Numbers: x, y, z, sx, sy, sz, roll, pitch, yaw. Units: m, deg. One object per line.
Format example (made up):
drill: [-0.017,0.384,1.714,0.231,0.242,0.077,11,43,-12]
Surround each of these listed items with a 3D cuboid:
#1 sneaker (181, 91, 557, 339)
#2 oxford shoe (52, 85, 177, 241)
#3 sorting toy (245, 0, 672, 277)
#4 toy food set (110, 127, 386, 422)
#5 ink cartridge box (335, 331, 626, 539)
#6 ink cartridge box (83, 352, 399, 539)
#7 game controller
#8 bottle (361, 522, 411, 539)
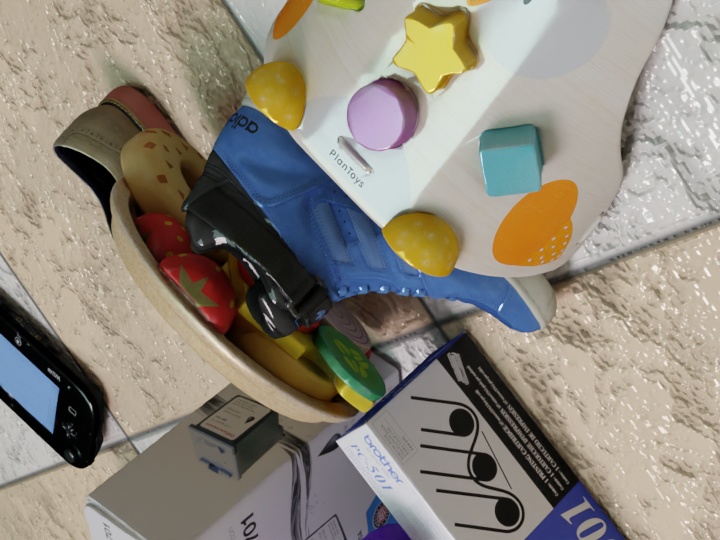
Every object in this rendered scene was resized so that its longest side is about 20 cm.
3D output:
sneaker: [0.000,0.000,0.809,0.199,0.112,0.077,36,173,-12]
oxford shoe: [-0.124,-0.021,1.020,0.201,0.075,0.070,50,147,3]
sorting toy: [0.051,-0.114,0.717,0.200,0.107,0.181,45,128,11]
toy food set: [-0.064,0.010,0.906,0.197,0.049,0.200,40,-168,-23]
ink cartridge box: [0.085,0.145,0.904,0.201,0.094,0.044,52,147,-1]
ink cartridge box: [-0.064,0.152,0.997,0.085,0.200,0.148,26,140,33]
game controller: [-0.298,0.087,1.376,0.199,0.042,0.105,38,145,20]
bottle: [0.030,0.195,0.951,0.084,0.065,0.200,49,-172,19]
